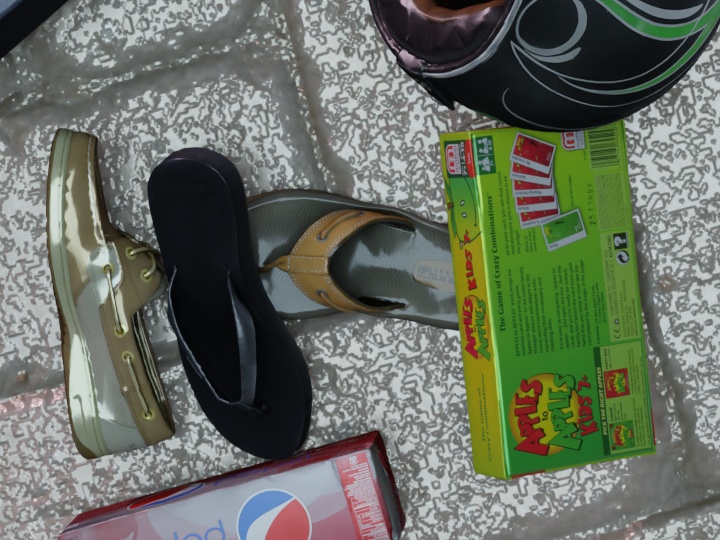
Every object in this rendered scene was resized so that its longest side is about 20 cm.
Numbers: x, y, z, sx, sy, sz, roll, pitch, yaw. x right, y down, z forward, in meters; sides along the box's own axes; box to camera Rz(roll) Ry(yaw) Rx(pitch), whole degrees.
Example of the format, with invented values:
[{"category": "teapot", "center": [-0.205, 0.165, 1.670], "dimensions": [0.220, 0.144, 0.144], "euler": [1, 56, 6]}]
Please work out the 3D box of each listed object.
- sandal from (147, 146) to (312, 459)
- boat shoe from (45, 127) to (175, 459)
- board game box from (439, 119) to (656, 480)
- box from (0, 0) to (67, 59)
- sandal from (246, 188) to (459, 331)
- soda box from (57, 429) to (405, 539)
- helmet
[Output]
[{"category": "sandal", "center": [-0.086, 0.027, 1.421], "dimensions": [0.076, 0.043, 0.201], "euler": [-8, 113, 26]}, {"category": "boat shoe", "center": [-0.148, 0.012, 1.444], "dimensions": [0.066, 0.074, 0.202], "euler": [-5, 104, 2]}, {"category": "board game box", "center": [0.110, 0.014, 1.409], "dimensions": [0.101, 0.048, 0.202], "euler": [-7, 94, -21]}, {"category": "box", "center": [-0.252, -0.228, 1.415], "dimensions": [0.148, 0.104, 0.200], "euler": [-41, 89, 6]}, {"category": "sandal", "center": [0.000, 0.000, 1.433], "dimensions": [0.198, 0.055, 0.082], "euler": [11, 95, 4]}, {"category": "soda box", "center": [-0.076, 0.156, 1.443], "dimensions": [0.199, 0.070, 0.064], "euler": [-16, 94, 7]}, {"category": "helmet", "center": [0.118, -0.177, 1.343], "dimensions": [0.190, 0.199, 0.202], "euler": [2, 87, -40]}]
